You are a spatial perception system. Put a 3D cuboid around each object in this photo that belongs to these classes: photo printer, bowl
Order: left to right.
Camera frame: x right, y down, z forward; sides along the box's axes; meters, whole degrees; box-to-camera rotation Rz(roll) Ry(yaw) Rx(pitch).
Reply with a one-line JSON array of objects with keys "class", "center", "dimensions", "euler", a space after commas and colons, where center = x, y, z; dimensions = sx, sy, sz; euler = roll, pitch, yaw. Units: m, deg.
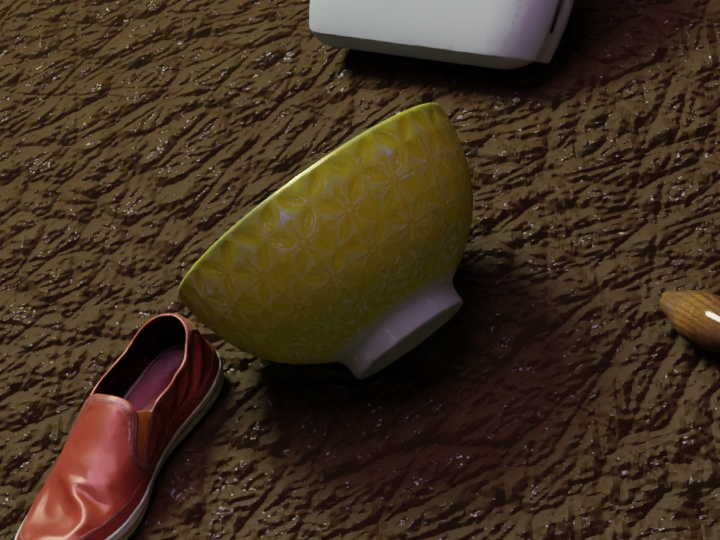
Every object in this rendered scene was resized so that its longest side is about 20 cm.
[{"class": "bowl", "center": [0.000, 0.000, 1.585], "dimensions": [0.200, 0.200, 0.108], "euler": [-35, 82, -15]}, {"class": "photo printer", "center": [0.064, -0.227, 1.811], "dimensions": [0.200, 0.167, 0.069], "euler": [12, 7, 36]}]

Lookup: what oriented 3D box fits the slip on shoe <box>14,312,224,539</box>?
[{"class": "slip on shoe", "center": [-0.152, 0.105, 1.593], "dimensions": [0.074, 0.061, 0.200], "euler": [9, 49, 32]}]

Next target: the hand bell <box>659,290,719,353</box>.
[{"class": "hand bell", "center": [0.227, 0.045, 1.473], "dimensions": [0.104, 0.104, 0.200], "euler": [-34, 27, -15]}]
